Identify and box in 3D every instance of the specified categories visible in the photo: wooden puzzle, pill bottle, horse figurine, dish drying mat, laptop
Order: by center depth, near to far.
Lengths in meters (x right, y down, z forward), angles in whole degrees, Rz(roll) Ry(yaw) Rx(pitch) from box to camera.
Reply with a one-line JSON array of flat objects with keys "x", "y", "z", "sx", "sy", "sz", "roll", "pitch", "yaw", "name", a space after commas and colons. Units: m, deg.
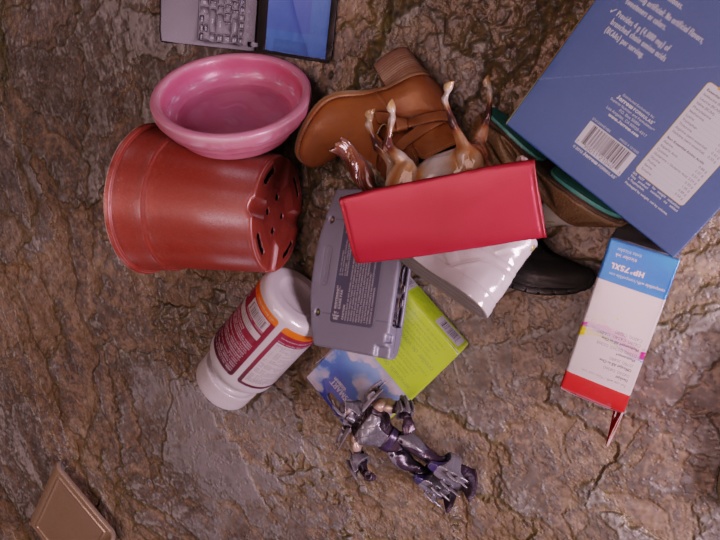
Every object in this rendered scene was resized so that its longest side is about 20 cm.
[{"x": 0.079, "y": -0.055, "z": 0.644, "sx": 0.197, "sy": 0.018, "sz": 0.078, "roll": -8, "pitch": 105, "yaw": 19, "name": "dish drying mat"}, {"x": 0.072, "y": -0.116, "z": 0.665, "sx": 0.196, "sy": 0.050, "sz": 0.135, "roll": -11, "pitch": 94, "yaw": 14, "name": "horse figurine"}, {"x": -0.134, "y": -0.358, "z": 0.789, "sx": 0.103, "sy": 0.197, "sz": 0.180, "roll": 36, "pitch": 124, "yaw": 54, "name": "laptop"}, {"x": -0.140, "y": 0.099, "z": 0.896, "sx": 0.110, "sy": 0.109, "sz": 0.200, "roll": 49, "pitch": 118, "yaw": 10, "name": "pill bottle"}, {"x": -0.550, "y": 0.491, "z": 1.244, "sx": 0.200, "sy": 0.037, "sz": 0.186, "roll": 43, "pitch": 117, "yaw": 19, "name": "wooden puzzle"}]

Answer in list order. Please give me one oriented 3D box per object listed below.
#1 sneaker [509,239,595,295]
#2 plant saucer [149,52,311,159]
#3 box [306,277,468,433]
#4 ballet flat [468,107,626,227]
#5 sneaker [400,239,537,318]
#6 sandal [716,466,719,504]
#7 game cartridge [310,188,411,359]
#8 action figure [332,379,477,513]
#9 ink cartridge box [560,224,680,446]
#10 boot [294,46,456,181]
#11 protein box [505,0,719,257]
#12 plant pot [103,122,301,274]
[{"x": 0.168, "y": -0.029, "z": 0.730, "sx": 0.197, "sy": 0.076, "sz": 0.092, "roll": 18, "pitch": 99, "yaw": 20, "name": "sneaker"}, {"x": -0.158, "y": -0.203, "z": 0.809, "sx": 0.198, "sy": 0.201, "sz": 0.051, "roll": 23, "pitch": 140, "yaw": 22, "name": "plant saucer"}, {"x": 0.031, "y": 0.117, "z": 0.844, "sx": 0.122, "sy": 0.047, "sz": 0.200, "roll": 48, "pitch": 118, "yaw": 12, "name": "box"}, {"x": 0.192, "y": -0.094, "z": 0.706, "sx": 0.199, "sy": 0.068, "sz": 0.073, "roll": 41, "pitch": 126, "yaw": 17, "name": "ballet flat"}, {"x": 0.096, "y": -0.047, "z": 0.707, "sx": 0.199, "sy": 0.074, "sz": 0.116, "roll": 37, "pitch": 83, "yaw": 32, "name": "sneaker"}, {"x": 0.408, "y": 0.168, "z": 0.647, "sx": 0.079, "sy": 0.057, "sz": 0.205, "roll": 6, "pitch": 103, "yaw": 26, "name": "sandal"}, {"x": 0.000, "y": 0.000, "z": 0.805, "sx": 0.131, "sy": 0.041, "sz": 0.204, "roll": 6, "pitch": 85, "yaw": 32, "name": "game cartridge"}, {"x": 0.049, "y": 0.219, "z": 0.806, "sx": 0.198, "sy": 0.070, "sz": 0.131, "roll": 34, "pitch": 123, "yaw": -3, "name": "action figure"}, {"x": 0.263, "y": 0.062, "z": 0.669, "sx": 0.066, "sy": 0.116, "sz": 0.203, "roll": 20, "pitch": 109, "yaw": 22, "name": "ink cartridge box"}, {"x": 0.019, "y": -0.145, "z": 0.762, "sx": 0.198, "sy": 0.076, "sz": 0.157, "roll": -33, "pitch": 64, "yaw": 17, "name": "boot"}, {"x": 0.284, "y": -0.161, "z": 0.600, "sx": 0.198, "sy": 0.134, "sz": 0.201, "roll": 42, "pitch": 116, "yaw": 14, "name": "protein box"}, {"x": -0.192, "y": -0.083, "z": 0.849, "sx": 0.192, "sy": 0.200, "sz": 0.205, "roll": 8, "pitch": 105, "yaw": 18, "name": "plant pot"}]
